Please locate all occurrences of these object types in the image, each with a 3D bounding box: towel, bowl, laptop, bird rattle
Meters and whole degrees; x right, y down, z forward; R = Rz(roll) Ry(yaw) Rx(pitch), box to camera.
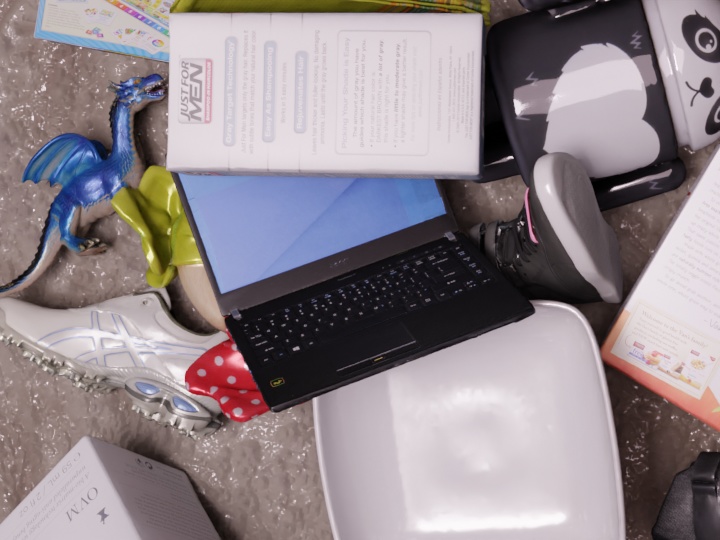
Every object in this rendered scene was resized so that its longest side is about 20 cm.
[{"bbox_3d":[-0.020,-0.167,0.957,0.198,0.086,0.018,4,77,-20],"label":"towel"},{"bbox_3d":[0.075,0.119,0.977,0.198,0.075,0.202,-8,94,15],"label":"bowl"},{"bbox_3d":[-0.012,-0.024,0.941,0.176,0.200,0.104,-20,118,-10],"label":"laptop"},{"bbox_3d":[-0.077,-0.001,1.014,0.163,0.113,0.201,-39,64,7],"label":"bird rattle"}]

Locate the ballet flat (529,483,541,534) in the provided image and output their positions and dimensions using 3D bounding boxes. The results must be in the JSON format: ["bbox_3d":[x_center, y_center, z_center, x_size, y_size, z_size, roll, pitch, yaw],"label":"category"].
[{"bbox_3d":[0.128,0.206,1.045,0.072,0.068,0.202,16,92,-9],"label":"ballet flat"}]

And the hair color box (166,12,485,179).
[{"bbox_3d":[-0.021,-0.110,0.931,0.198,0.061,0.100,1,91,7],"label":"hair color box"}]

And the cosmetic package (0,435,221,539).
[{"bbox_3d":[-0.184,0.266,1.030,0.199,0.123,0.200,-46,53,10],"label":"cosmetic package"}]

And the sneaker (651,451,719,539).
[{"bbox_3d":[0.258,0.215,1.018,0.111,0.073,0.202,11,113,36],"label":"sneaker"}]

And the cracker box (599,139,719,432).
[{"bbox_3d":[0.268,0.005,1.002,0.133,0.058,0.201,31,99,7],"label":"cracker box"}]

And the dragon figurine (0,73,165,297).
[{"bbox_3d":[-0.211,-0.065,1.092,0.199,0.059,0.100,-34,85,8],"label":"dragon figurine"}]

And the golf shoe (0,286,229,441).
[{"bbox_3d":[-0.183,0.048,1.098,0.198,0.078,0.098,23,80,4],"label":"golf shoe"}]

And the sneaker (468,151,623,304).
[{"bbox_3d":[0.111,-0.017,0.968,0.098,0.200,0.071,-7,70,17],"label":"sneaker"}]

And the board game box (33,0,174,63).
[{"bbox_3d":[-0.134,-0.221,1.082,0.198,0.034,0.136,12,95,11],"label":"board game box"}]

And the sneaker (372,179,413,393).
[{"bbox_3d":[0.000,0.000,1.046,0.083,0.077,0.202,4,93,7],"label":"sneaker"}]

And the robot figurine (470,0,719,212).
[{"bbox_3d":[0.157,-0.122,0.982,0.198,0.150,0.126,-15,70,12],"label":"robot figurine"}]
